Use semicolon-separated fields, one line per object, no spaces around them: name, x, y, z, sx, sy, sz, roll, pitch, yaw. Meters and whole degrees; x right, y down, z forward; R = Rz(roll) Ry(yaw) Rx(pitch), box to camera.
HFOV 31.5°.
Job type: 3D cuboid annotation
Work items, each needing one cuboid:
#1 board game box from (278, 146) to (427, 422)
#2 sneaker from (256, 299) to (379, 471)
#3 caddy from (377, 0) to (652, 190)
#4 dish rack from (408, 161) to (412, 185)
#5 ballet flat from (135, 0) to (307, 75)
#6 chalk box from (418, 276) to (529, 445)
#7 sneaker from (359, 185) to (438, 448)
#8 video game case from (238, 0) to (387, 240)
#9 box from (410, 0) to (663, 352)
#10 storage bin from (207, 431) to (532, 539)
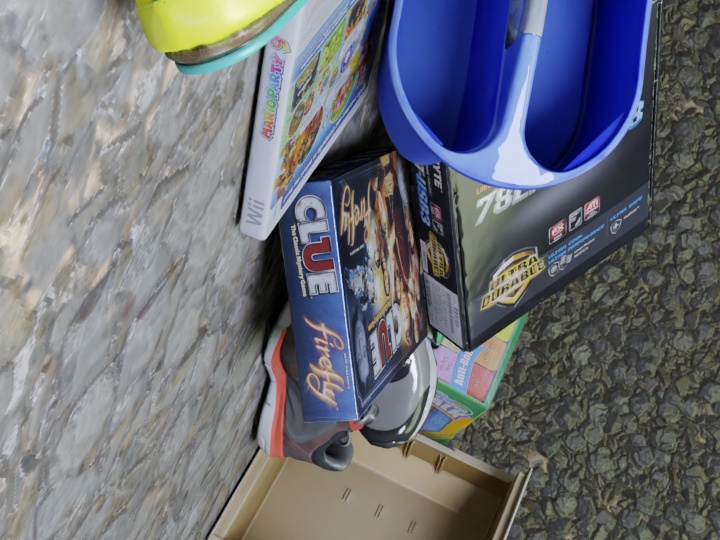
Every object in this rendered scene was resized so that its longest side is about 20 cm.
board game box;0.000;0.000;0.796;0.200;0.034;0.137;-39;124;-72
sneaker;-0.019;0.068;0.883;0.201;0.081;0.077;100;16;-49
caddy;0.085;-0.140;0.698;0.105;0.140;0.202;140;-41;-79
dish rack;0.125;-0.055;1.082;0.055;0.153;0.199;-56;154;19
ballet flat;-0.019;-0.138;0.440;0.068;0.066;0.200;64;37;-22
chalk box;0.061;0.050;1.063;0.125;0.123;0.200;-62;-177;-23
sneaker;0.014;0.029;0.939;0.079;0.073;0.203;28;60;-69
video game case;-0.013;-0.130;0.631;0.201;0.018;0.144;104;12;-45
box;0.125;-0.072;0.886;0.199;0.050;0.200;-31;135;-26
storage bin;0.009;0.198;1.003;0.094;0.198;0.199;105;12;-50
